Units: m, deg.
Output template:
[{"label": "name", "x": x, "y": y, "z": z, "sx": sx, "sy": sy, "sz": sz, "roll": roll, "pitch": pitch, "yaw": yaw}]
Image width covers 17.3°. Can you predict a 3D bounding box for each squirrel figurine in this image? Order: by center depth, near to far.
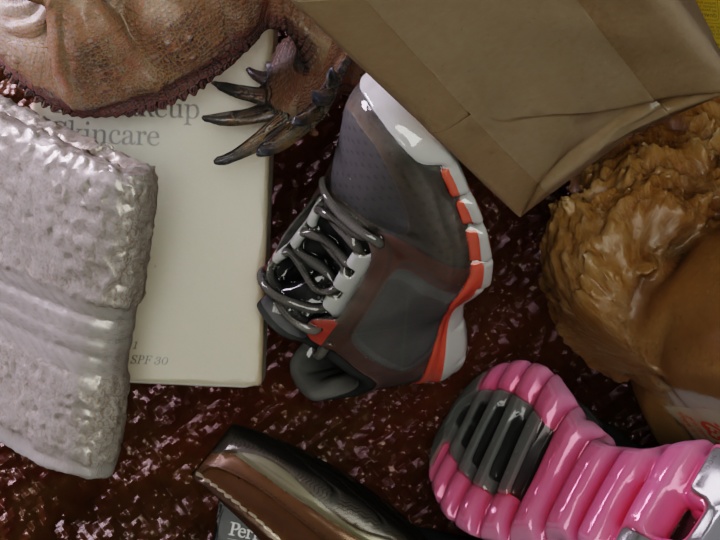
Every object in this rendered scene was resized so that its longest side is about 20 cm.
[{"label": "squirrel figurine", "x": 0.177, "y": -0.016, "z": 0.970, "sx": 0.199, "sy": 0.142, "sz": 0.187, "roll": 33, "pitch": 68, "yaw": 11}]

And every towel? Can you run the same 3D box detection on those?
[{"label": "towel", "x": -0.165, "y": -0.012, "z": 0.959, "sx": 0.199, "sy": 0.034, "sz": 0.133, "roll": 24, "pitch": 115, "yaw": 32}]

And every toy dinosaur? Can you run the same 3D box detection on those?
[{"label": "toy dinosaur", "x": -0.077, "y": -0.095, "z": 0.930, "sx": 0.199, "sy": 0.086, "sz": 0.136, "roll": -12, "pitch": 108, "yaw": 8}]

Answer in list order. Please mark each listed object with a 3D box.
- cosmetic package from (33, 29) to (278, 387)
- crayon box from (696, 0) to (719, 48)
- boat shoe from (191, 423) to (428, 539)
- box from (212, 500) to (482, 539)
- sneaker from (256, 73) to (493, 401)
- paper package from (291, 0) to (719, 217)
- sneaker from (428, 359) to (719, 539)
[{"label": "cosmetic package", "x": -0.086, "y": -0.054, "z": 1.005, "sx": 0.103, "sy": 0.073, "sz": 0.202, "roll": 1, "pitch": 92, "yaw": -1}, {"label": "crayon box", "x": 0.212, "y": -0.139, "z": 0.938, "sx": 0.199, "sy": 0.058, "sz": 0.119, "roll": 8, "pitch": 128, "yaw": 25}, {"label": "boat shoe", "x": 0.012, "y": 0.141, "z": 0.935, "sx": 0.200, "sy": 0.076, "sz": 0.074, "roll": 37, "pitch": 92, "yaw": 0}, {"label": "box", "x": 0.024, "y": 0.182, "z": 1.008, "sx": 0.198, "sy": 0.079, "sz": 0.142, "roll": 12, "pitch": 91, "yaw": -1}, {"label": "sneaker", "x": 0.000, "y": 0.000, "z": 0.945, "sx": 0.081, "sy": 0.201, "sz": 0.077, "roll": -24, "pitch": 59, "yaw": -13}, {"label": "paper package", "x": 0.034, "y": -0.154, "z": 0.882, "sx": 0.103, "sy": 0.190, "sz": 0.201, "roll": -31, "pitch": 53, "yaw": 16}, {"label": "sneaker", "x": 0.108, "y": 0.101, "z": 0.974, "sx": 0.095, "sy": 0.200, "sz": 0.079, "roll": 36, "pitch": 83, "yaw": -38}]
